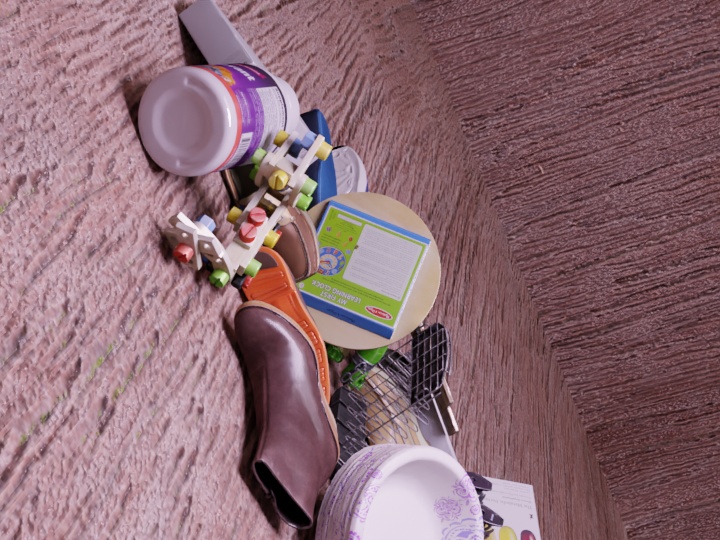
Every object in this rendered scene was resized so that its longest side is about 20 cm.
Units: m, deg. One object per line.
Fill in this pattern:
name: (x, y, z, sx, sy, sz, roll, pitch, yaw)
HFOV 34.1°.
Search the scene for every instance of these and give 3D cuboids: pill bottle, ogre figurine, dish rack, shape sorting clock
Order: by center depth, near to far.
pill bottle: (-0.143, -0.167, 1.265, 0.200, 0.111, 0.112, -27, 96, -66)
dish rack: (0.038, 0.153, 1.393, 0.055, 0.200, 0.154, 43, 25, -22)
shape sorting clock: (0.000, 0.000, 1.455, 0.039, 0.199, 0.201, 97, -22, -72)
ogre figurine: (0.007, 0.043, 1.531, 0.098, 0.120, 0.201, 40, 30, -21)

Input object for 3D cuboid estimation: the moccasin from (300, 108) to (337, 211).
moccasin: (-0.072, -0.134, 1.612, 0.081, 0.068, 0.201, 65, 15, -44)

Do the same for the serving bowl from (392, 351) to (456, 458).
serving bowl: (0.084, 0.219, 1.668, 0.200, 0.065, 0.201, -21, 90, -89)

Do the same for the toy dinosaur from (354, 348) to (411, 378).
toy dinosaur: (0.042, 0.127, 1.571, 0.199, 0.048, 0.088, 27, -18, 41)

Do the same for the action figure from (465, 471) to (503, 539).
action figure: (0.112, 0.349, 1.487, 0.131, 0.069, 0.201, -83, -167, -51)

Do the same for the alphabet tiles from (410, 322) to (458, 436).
alphabet tiles: (0.098, 0.138, 1.569, 0.200, 0.008, 0.168, 87, -16, -79)

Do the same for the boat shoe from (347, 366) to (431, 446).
boat shoe: (0.038, 0.216, 1.543, 0.201, 0.071, 0.076, 56, 42, -9)

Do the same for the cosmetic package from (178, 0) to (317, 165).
cosmetic package: (-0.134, -0.232, 1.468, 0.151, 0.052, 0.200, 60, 7, 37)

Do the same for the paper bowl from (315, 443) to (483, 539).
paper bowl: (0.032, 0.289, 1.266, 0.200, 0.104, 0.202, 4, 84, -43)

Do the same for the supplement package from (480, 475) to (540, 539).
supplement package: (0.188, 0.406, 1.660, 0.201, 0.113, 0.110, -92, -163, -50)

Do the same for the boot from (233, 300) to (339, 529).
boot: (-0.083, 0.144, 1.206, 0.201, 0.072, 0.167, 61, 20, -19)

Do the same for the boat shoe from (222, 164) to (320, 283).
boat shoe: (-0.117, -0.077, 1.387, 0.201, 0.075, 0.074, 63, 20, 7)

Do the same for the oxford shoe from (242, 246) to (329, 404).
oxford shoe: (-0.077, 0.069, 1.332, 0.073, 0.071, 0.201, 12, 60, -81)

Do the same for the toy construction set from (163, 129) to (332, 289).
toy construction set: (-0.114, -0.055, 1.215, 0.092, 0.200, 0.131, 45, -30, 6)

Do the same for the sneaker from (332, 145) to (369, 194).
sneaker: (-0.008, -0.071, 1.752, 0.147, 0.080, 0.201, 64, 11, -51)
